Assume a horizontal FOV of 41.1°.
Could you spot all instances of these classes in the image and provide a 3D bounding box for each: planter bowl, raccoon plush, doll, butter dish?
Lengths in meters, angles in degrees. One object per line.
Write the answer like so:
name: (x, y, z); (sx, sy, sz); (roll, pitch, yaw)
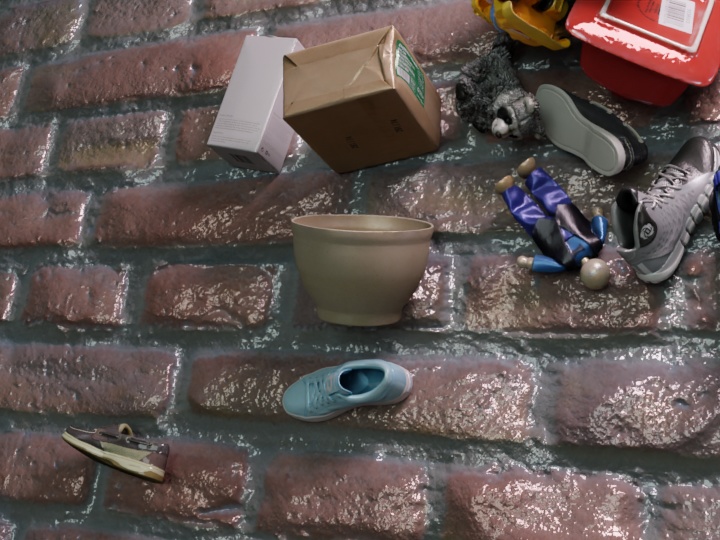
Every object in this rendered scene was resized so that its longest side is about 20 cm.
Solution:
planter bowl: (0.000, 0.000, 1.327); (0.197, 0.199, 0.138); (8, 101, 29)
raccoon plush: (0.219, -0.272, 1.352); (0.132, 0.096, 0.203); (13, 78, 36)
doll: (0.261, -0.052, 1.280); (0.136, 0.049, 0.201); (-36, 65, -1)
butter dish: (0.368, -0.291, 1.268); (0.197, 0.149, 0.201); (24, 53, 10)

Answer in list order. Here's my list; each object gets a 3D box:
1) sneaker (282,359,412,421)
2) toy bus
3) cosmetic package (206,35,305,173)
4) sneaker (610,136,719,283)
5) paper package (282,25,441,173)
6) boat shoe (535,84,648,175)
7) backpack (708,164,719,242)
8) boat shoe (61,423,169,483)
sneaker: (-0.031, 0.157, 1.329); (0.197, 0.082, 0.075); (-17, 63, 20)
toy bus: (0.217, -0.401, 1.338); (0.191, 0.134, 0.204); (-6, 66, 55)
cosmetic package: (-0.159, -0.272, 1.560); (0.106, 0.085, 0.203); (13, 76, 30)
sneaker: (0.374, -0.095, 1.191); (0.075, 0.115, 0.203); (11, 74, 56)
paper package: (0.005, -0.242, 1.398); (0.187, 0.200, 0.105); (-10, 66, 22)
boat shoe: (0.310, -0.197, 1.304); (0.059, 0.075, 0.200); (-13, 37, -23)
backpack: (0.501, -0.029, 1.100); (0.179, 0.134, 0.204); (-8, 70, 25)
boat shoe: (-0.371, 0.268, 1.472); (0.198, 0.072, 0.067); (13, 67, 30)
